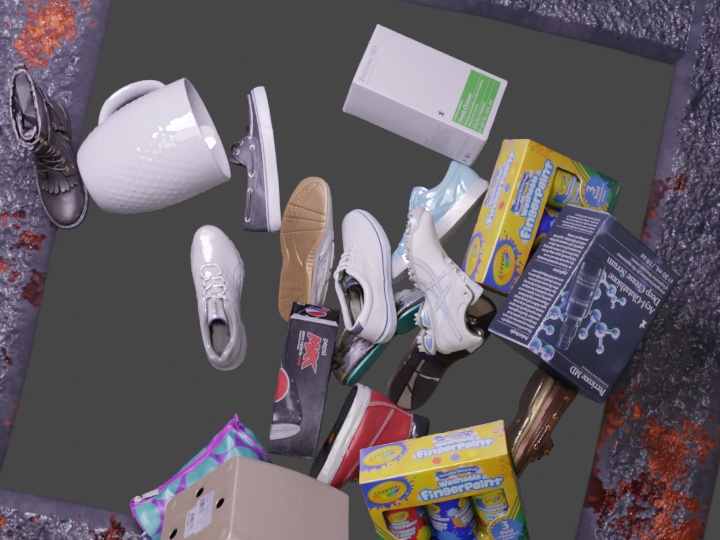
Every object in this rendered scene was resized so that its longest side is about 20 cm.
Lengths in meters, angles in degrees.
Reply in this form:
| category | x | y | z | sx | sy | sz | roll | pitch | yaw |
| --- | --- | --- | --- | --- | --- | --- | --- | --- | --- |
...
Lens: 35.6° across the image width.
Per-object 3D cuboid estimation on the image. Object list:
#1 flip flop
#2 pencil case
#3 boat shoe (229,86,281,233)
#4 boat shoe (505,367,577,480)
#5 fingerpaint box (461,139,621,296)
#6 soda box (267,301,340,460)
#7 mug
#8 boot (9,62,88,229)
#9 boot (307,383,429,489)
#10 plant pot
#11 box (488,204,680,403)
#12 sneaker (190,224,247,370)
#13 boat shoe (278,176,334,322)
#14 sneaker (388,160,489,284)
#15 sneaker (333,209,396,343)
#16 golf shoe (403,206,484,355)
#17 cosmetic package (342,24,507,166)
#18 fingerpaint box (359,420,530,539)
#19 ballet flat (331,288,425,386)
| category | x | y | z | sx | sy | sz | roll | pitch | yaw |
| --- | --- | --- | --- | --- | --- | --- | --- | --- | --- |
| flip flop | 0.110 | 0.109 | 1.565 | 0.081 | 0.058 | 0.201 | 36 | 101 | -5 |
| pencil case | -0.218 | 0.290 | 1.522 | 0.199 | 0.085 | 0.093 | -40 | 117 | -4 |
| boat shoe | -0.149 | -0.151 | 1.557 | 0.065 | 0.070 | 0.203 | -6 | 95 | -4 |
| boat shoe | 0.237 | 0.235 | 1.553 | 0.067 | 0.072 | 0.202 | 27 | 90 | -6 |
| fingerpaint box | 0.246 | -0.055 | 1.531 | 0.165 | 0.073 | 0.202 | 21 | 87 | -24 |
| soda box | -0.077 | 0.150 | 1.514 | 0.070 | 0.063 | 0.203 | 9 | 107 | -2 |
| mug | -0.291 | -0.176 | 1.521 | 0.173 | 0.148 | 0.202 | -23 | 59 | 4 |
| boot | -0.422 | -0.158 | 1.486 | 0.068 | 0.174 | 0.203 | -13 | 88 | -3 |
| boot | 0.012 | 0.275 | 1.546 | 0.143 | 0.072 | 0.202 | 28 | 93 | -13 |
| plant pot | -0.146 | 0.355 | 1.408 | 0.199 | 0.201 | 0.177 | -36 | 120 | 24 |
| box | 0.290 | 0.042 | 1.456 | 0.148 | 0.107 | 0.201 | 34 | 86 | -24 |
| sneaker | -0.192 | 0.036 | 1.533 | 0.073 | 0.087 | 0.203 | -11 | 87 | -1 |
| boat shoe | -0.068 | -0.028 | 1.554 | 0.070 | 0.069 | 0.203 | 12 | 96 | 30 |
| sneaker | 0.089 | -0.069 | 1.566 | 0.082 | 0.074 | 0.200 | 43 | 81 | 13 |
| sneaker | 0.000 | 0.000 | 1.515 | 0.073 | 0.070 | 0.202 | -36 | 53 | 34 |
| golf shoe | 0.114 | 0.010 | 1.475 | 0.096 | 0.078 | 0.203 | -6 | 107 | 20 |
| cosmetic package | 0.088 | -0.240 | 1.547 | 0.198 | 0.085 | 0.109 | 22 | 66 | -3 |
| fingerpaint box | 0.113 | 0.302 | 1.488 | 0.197 | 0.074 | 0.169 | -12 | 120 | 8 |
| ballet flat | 0.032 | 0.072 | 1.556 | 0.200 | 0.072 | 0.072 | -41 | 90 | -5 |
